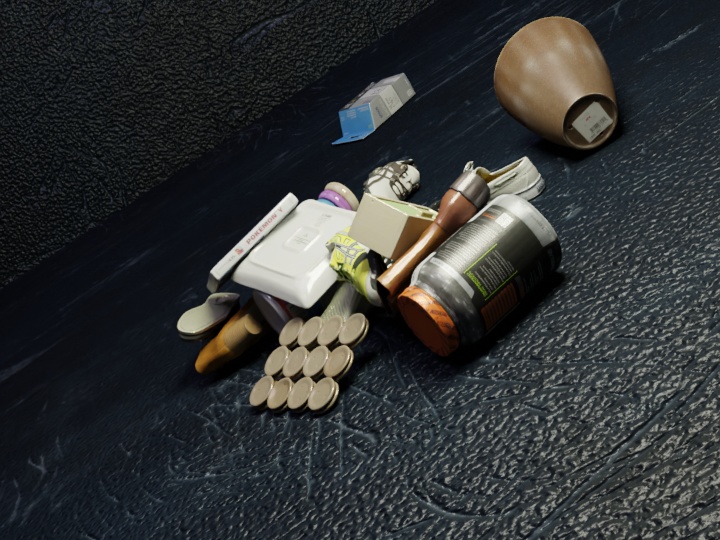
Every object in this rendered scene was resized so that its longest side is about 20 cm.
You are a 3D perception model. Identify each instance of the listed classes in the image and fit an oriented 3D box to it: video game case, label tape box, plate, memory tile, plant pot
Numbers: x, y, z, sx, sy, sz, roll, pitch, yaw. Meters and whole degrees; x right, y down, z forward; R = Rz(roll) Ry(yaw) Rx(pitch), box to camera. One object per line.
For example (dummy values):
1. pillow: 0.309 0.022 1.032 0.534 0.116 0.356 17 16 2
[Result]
1. video game case: -0.182 -0.041 1.727 0.182 0.023 0.200 -46 2 -13
2. label tape box: 0.020 -0.394 2.558 0.200 0.067 0.142 -42 21 -27
3. plate: -0.085 -0.039 1.615 0.198 0.033 0.200 17 54 45
4. memory tile: -0.074 0.132 1.474 0.198 0.017 0.155 -6 52 51
5. plant pot: 0.330 -0.278 1.660 0.185 0.188 0.201 -31 34 7

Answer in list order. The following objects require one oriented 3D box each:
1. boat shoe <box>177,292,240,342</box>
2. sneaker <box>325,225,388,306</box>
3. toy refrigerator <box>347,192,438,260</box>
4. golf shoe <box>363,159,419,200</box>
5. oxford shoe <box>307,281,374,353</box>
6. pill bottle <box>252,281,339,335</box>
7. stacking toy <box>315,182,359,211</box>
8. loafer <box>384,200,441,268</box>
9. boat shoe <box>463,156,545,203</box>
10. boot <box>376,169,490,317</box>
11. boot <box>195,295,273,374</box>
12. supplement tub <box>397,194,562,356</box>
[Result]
1. boat shoe: -0.255 0.093 1.786 0.070 0.069 0.200 7 14 13
2. sneaker: 0.000 0.000 1.473 0.075 0.076 0.201 -26 27 3
3. toy refrigerator: 0.069 -0.057 1.447 0.199 0.075 0.071 7 -71 -61
4. golf shoe: 0.061 -0.158 1.917 0.093 0.078 0.201 -27 22 17
5. oxford shoe: -0.023 0.075 1.541 0.075 0.058 0.202 0 53 48
6. pill bottle: -0.066 0.013 1.663 0.199 0.113 0.112 -39 20 -18
7. stacking toy: -0.089 -0.072 1.958 0.200 0.086 0.085 -47 23 -25
8. loafer: 0.082 -0.036 1.608 0.200 0.068 0.071 -42 -10 -44
9. boat shoe: 0.187 -0.136 1.647 0.200 0.087 0.075 -15 26 42
10. boot: 0.108 -0.013 1.406 0.201 0.068 0.189 -51 -17 -10
11. boot: -0.194 0.093 1.751 0.143 0.071 0.201 -36 5 31
12. supplement tub: 0.148 0.008 1.317 0.199 0.124 0.122 -39 20 -18
